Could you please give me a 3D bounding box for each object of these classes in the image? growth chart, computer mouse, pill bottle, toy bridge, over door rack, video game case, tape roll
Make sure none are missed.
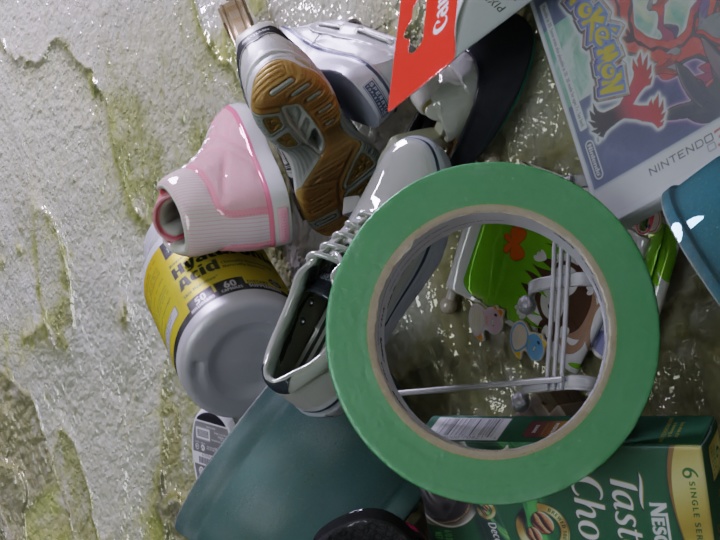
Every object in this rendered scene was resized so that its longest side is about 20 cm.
[{"bbox_3d":[0.137,-0.002,0.944,0.199,0.018,0.147,21,105,45],"label":"growth chart"},{"bbox_3d":[-0.109,0.214,1.185,0.109,0.044,0.203,9,103,49],"label":"computer mouse"},{"bbox_3d":[-0.120,0.023,1.117,0.200,0.110,0.112,52,128,55],"label":"pill bottle"},{"bbox_3d":[-0.077,-0.143,1.115,0.027,0.067,0.202,-22,75,-1],"label":"toy bridge"},{"bbox_3d":[0.078,0.017,0.915,0.198,0.066,0.150,-5,71,31],"label":"over door rack"},{"bbox_3d":[0.191,-0.151,0.819,0.182,0.023,0.202,-31,64,40],"label":"video game case"},{"bbox_3d":[0.079,0.038,0.813,0.198,0.048,0.203,-1,84,7],"label":"tape roll"}]

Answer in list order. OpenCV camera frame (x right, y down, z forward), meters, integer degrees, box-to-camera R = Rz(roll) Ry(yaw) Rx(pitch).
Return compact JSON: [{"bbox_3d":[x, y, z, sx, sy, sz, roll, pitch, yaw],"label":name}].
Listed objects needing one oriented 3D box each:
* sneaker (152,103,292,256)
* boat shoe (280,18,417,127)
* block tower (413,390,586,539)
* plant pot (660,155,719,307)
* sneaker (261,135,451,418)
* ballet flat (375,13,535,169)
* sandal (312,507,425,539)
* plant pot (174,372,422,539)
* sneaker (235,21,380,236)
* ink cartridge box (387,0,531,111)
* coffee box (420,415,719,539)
[{"bbox_3d":[-0.123,-0.074,1.095,0.201,0.103,0.076,-117,18,-57],"label":"sneaker"},{"bbox_3d":[-0.012,-0.163,1.060,0.065,0.074,0.200,-40,35,-10],"label":"boat shoe"},{"bbox_3d":[0.101,0.162,0.960,0.200,0.057,0.054,-51,57,31],"label":"block tower"},{"bbox_3d":[0.287,-0.025,0.679,0.188,0.199,0.201,-43,61,21],"label":"plant pot"},{"bbox_3d":[0.000,0.000,0.885,0.072,0.071,0.202,19,84,35],"label":"sneaker"},{"bbox_3d":[0.057,-0.100,0.985,0.073,0.073,0.201,49,123,32],"label":"ballet flat"},{"bbox_3d":[0.015,0.197,0.913,0.074,0.201,0.046,-2,58,12],"label":"sandal"},{"bbox_3d":[-0.025,0.157,1.010,0.134,0.200,0.201,38,120,9],"label":"plant pot"},{"bbox_3d":[-0.037,-0.109,1.026,0.075,0.201,0.088,-26,51,-1],"label":"sneaker"},{"bbox_3d":[0.079,-0.222,0.910,0.199,0.057,0.164,-30,36,34],"label":"ink cartridge box"},{"bbox_3d":[0.137,0.156,0.870,0.198,0.044,0.125,-2,108,28],"label":"coffee box"}]
